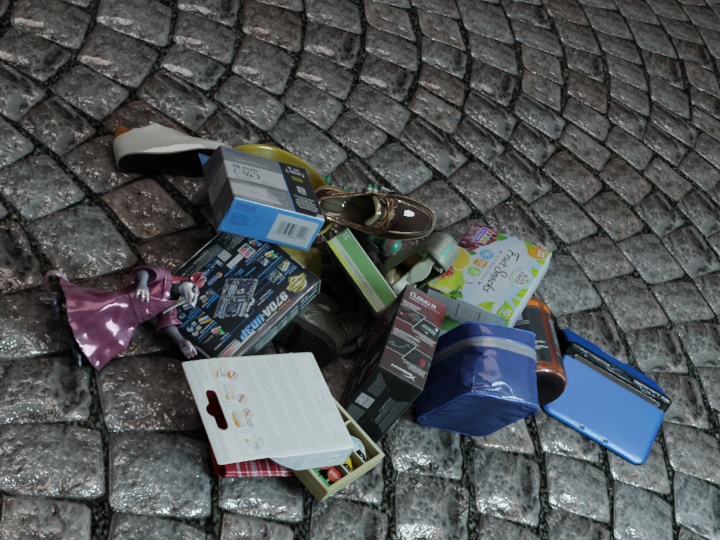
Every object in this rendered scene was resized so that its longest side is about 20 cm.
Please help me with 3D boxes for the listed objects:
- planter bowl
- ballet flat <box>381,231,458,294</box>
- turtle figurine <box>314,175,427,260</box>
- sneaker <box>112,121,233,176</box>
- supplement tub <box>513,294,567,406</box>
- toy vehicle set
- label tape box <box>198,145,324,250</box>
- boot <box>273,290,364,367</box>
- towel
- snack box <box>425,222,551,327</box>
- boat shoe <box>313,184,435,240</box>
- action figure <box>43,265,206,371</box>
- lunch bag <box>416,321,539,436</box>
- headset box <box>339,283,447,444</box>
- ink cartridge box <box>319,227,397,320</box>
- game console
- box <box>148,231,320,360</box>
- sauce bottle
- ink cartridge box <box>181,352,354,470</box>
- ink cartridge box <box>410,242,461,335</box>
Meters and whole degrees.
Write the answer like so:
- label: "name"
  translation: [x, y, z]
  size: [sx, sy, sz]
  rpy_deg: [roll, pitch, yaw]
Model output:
- label: "planter bowl"
  translation: [-0.145, -0.100, 1.776]
  size: [0.200, 0.083, 0.201]
  rpy_deg: [18, 43, -17]
- label: "ballet flat"
  translation: [0.076, 0.002, 1.723]
  size: [0.067, 0.200, 0.064]
  rpy_deg: [41, 54, -8]
- label: "turtle figurine"
  translation: [0.018, -0.081, 1.821]
  size: [0.200, 0.150, 0.101]
  rpy_deg: [33, 76, 33]
- label: "sneaker"
  translation: [-0.293, -0.202, 1.785]
  size: [0.200, 0.073, 0.085]
  rpy_deg: [1, 53, -31]
- label: "supplement tub"
  translation: [0.264, 0.114, 1.823]
  size: [0.107, 0.107, 0.200]
  rpy_deg: [15, 45, -22]
- label: "toy vehicle set"
  translation: [-0.075, 0.209, 1.538]
  size: [0.200, 0.027, 0.124]
  rpy_deg: [46, 39, 16]
- label: "label tape box"
  translation: [-0.149, -0.124, 1.651]
  size: [0.144, 0.063, 0.200]
  rpy_deg: [13, 33, -28]
- label: "boot"
  translation: [-0.096, 0.059, 1.687]
  size: [0.200, 0.068, 0.131]
  rpy_deg: [38, 28, 5]
- label: "towel"
  translation: [-0.117, 0.221, 1.534]
  size: [0.200, 0.022, 0.145]
  rpy_deg: [6, 46, -31]
- label: "snack box"
  translation: [0.204, 0.014, 1.800]
  size: [0.142, 0.053, 0.200]
  rpy_deg: [24, 41, 14]
- label: "boat shoe"
  translation: [0.021, -0.086, 1.724]
  size: [0.200, 0.072, 0.072]
  rpy_deg: [14, 7, -9]
- label: "action figure"
  translation: [-0.299, 0.048, 1.500]
  size: [0.200, 0.134, 0.149]
  rpy_deg: [-25, 39, -18]
- label: "lunch bag"
  translation: [0.167, 0.155, 1.659]
  size: [0.136, 0.200, 0.132]
  rpy_deg: [15, 62, -24]
- label: "headset box"
  translation: [0.047, 0.127, 1.634]
  size: [0.075, 0.149, 0.200]
  rpy_deg: [30, 40, -7]
- label: "ink cartridge box"
  translation: [0.000, 0.000, 1.709]
  size: [0.048, 0.200, 0.146]
  rpy_deg: [-34, 69, -4]
- label: "game console"
  translation: [0.402, 0.208, 1.892]
  size: [0.200, 0.118, 0.171]
  rpy_deg: [31, 10, -4]
- label: "box"
  translation: [-0.179, 0.038, 1.582]
  size: [0.159, 0.046, 0.200]
  rpy_deg: [38, 64, 15]
- label: "sauce bottle"
  translation: [-0.142, -0.010, 1.710]
  size: [0.200, 0.065, 0.065]
  rpy_deg: [4, 49, -28]
- label: "ink cartridge box"
  translation: [-0.125, 0.186, 1.471]
  size: [0.200, 0.047, 0.160]
  rpy_deg: [-2, 50, -33]
- label: "ink cartridge box"
  translation: [0.144, 0.053, 1.837]
  size: [0.104, 0.059, 0.200]
  rpy_deg: [8, 47, -28]
